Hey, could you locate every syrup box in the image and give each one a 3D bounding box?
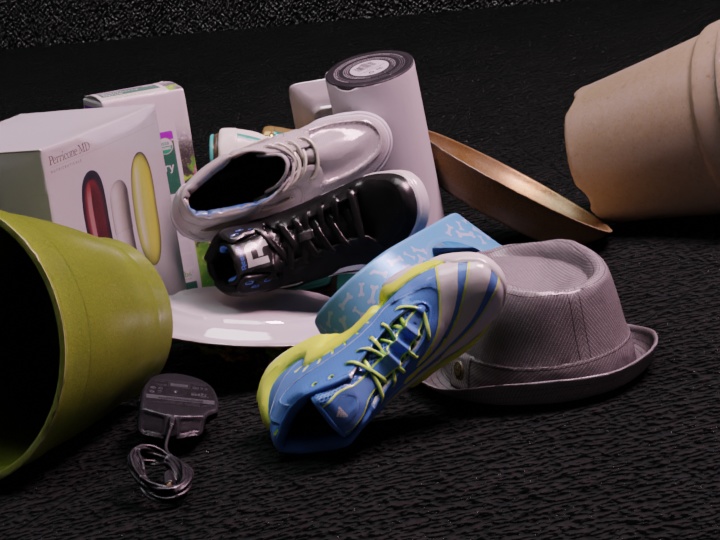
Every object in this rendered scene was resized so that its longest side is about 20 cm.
[{"bbox_3d":[-0.193,-0.068,1.865,0.078,0.201,0.081,-12,13,-18],"label":"syrup box"}]

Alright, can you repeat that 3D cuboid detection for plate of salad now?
[{"bbox_3d":[-0.088,0.048,1.647,0.199,0.048,0.200,3,11,-1],"label":"plate of salad"}]

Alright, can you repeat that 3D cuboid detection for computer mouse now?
[{"bbox_3d":[-0.132,0.122,1.422,0.058,0.034,0.200,8,18,-3],"label":"computer mouse"}]

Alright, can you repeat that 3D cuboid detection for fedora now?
[{"bbox_3d":[0.123,0.030,1.486,0.176,0.091,0.200,-12,13,-13],"label":"fedora"}]

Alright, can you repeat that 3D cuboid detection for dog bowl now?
[{"bbox_3d":[0.036,0.014,1.576,0.112,0.050,0.200,-47,-10,33],"label":"dog bowl"}]

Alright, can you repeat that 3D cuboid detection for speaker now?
[{"bbox_3d":[0.026,-0.085,1.786,0.081,0.201,0.081,-11,25,5],"label":"speaker"}]

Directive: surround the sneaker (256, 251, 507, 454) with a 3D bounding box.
[{"bbox_3d":[0.017,0.068,1.391,0.200,0.076,0.105,-34,22,17],"label":"sneaker"}]

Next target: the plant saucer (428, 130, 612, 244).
[{"bbox_3d":[0.133,-0.068,1.850,0.200,0.036,0.200,26,9,-4],"label":"plant saucer"}]

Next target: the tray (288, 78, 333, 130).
[{"bbox_3d":[0.002,-0.087,1.853,0.107,0.201,0.022,-10,34,-1],"label":"tray"}]

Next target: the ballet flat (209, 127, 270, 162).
[{"bbox_3d":[-0.095,-0.043,1.780,0.069,0.201,0.070,0,46,0],"label":"ballet flat"}]

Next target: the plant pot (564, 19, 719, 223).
[{"bbox_3d":[0.295,-0.125,1.868,0.183,0.201,0.200,-14,8,34],"label":"plant pot"}]

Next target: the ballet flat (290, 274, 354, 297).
[{"bbox_3d":[0.000,0.000,1.751,0.073,0.073,0.200,-15,8,-25],"label":"ballet flat"}]

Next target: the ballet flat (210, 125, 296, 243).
[{"bbox_3d":[-0.104,-0.063,1.855,0.063,0.200,0.069,19,42,-20],"label":"ballet flat"}]

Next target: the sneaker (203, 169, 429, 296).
[{"bbox_3d":[-0.044,-0.020,1.616,0.112,0.073,0.200,-14,-7,-46],"label":"sneaker"}]

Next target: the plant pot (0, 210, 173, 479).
[{"bbox_3d":[-0.242,0.046,1.502,0.200,0.201,0.193,-2,3,28],"label":"plant pot"}]

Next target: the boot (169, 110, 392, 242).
[{"bbox_3d":[-0.058,-0.079,1.663,0.199,0.074,0.096,-26,-1,-10],"label":"boot"}]

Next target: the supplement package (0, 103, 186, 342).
[{"bbox_3d":[-0.260,-0.021,1.716,0.146,0.201,0.191,-3,15,25],"label":"supplement package"}]
